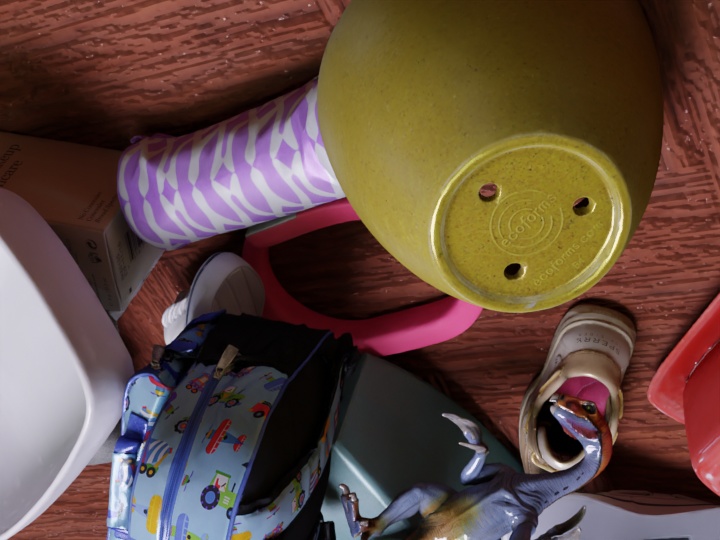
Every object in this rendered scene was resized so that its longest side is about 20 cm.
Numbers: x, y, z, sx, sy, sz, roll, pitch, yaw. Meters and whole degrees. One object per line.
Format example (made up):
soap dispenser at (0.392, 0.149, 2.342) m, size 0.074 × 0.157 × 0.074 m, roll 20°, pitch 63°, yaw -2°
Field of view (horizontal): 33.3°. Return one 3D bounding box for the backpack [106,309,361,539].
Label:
backpack at (-0.089, 0.136, 0.748) m, size 0.133 × 0.200 × 0.185 m, roll 12°, pitch 111°, yaw 9°

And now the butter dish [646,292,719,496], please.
butter dish at (0.294, 0.107, 0.749) m, size 0.198 × 0.149 × 0.201 m, roll 26°, pitch 137°, yaw 0°

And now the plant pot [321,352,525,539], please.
plant pot at (0.019, 0.168, 0.931) m, size 0.140 × 0.142 × 0.200 m, roll -18°, pitch 124°, yaw 36°

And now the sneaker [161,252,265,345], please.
sneaker at (-0.119, 0.044, 0.908) m, size 0.070 × 0.073 × 0.201 m, roll 34°, pitch 150°, yaw 15°

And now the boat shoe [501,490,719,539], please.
boat shoe at (0.200, 0.203, 0.910) m, size 0.197 × 0.075 × 0.065 m, roll 7°, pitch 177°, yaw -4°

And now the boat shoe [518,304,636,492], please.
boat shoe at (0.149, 0.114, 0.878) m, size 0.073 × 0.070 × 0.202 m, roll 14°, pitch 136°, yaw 11°

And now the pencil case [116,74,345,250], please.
pencil case at (-0.071, -0.073, 0.791) m, size 0.198 × 0.084 × 0.087 m, roll -16°, pitch 89°, yaw 32°

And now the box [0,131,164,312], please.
box at (-0.250, -0.042, 0.891) m, size 0.197 × 0.095 × 0.078 m, roll 9°, pitch 133°, yaw 14°

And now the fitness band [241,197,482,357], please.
fitness band at (0.000, 0.000, 0.864) m, size 0.198 × 0.038 × 0.144 m, roll -15°, pitch 127°, yaw 35°

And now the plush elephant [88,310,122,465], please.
plush elephant at (-0.242, 0.067, 0.955) m, size 0.164 × 0.199 × 0.156 m, roll 37°, pitch 111°, yaw 19°

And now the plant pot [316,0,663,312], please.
plant pot at (0.078, -0.061, 0.640) m, size 0.197 × 0.143 × 0.202 m, roll -3°, pitch 124°, yaw -4°

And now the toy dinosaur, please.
toy dinosaur at (0.079, 0.150, 0.812) m, size 0.200 × 0.179 × 0.106 m, roll 123°, pitch 127°, yaw -66°

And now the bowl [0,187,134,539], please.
bowl at (-0.236, 0.059, 0.813) m, size 0.201 × 0.074 × 0.200 m, roll 54°, pitch 127°, yaw 15°
